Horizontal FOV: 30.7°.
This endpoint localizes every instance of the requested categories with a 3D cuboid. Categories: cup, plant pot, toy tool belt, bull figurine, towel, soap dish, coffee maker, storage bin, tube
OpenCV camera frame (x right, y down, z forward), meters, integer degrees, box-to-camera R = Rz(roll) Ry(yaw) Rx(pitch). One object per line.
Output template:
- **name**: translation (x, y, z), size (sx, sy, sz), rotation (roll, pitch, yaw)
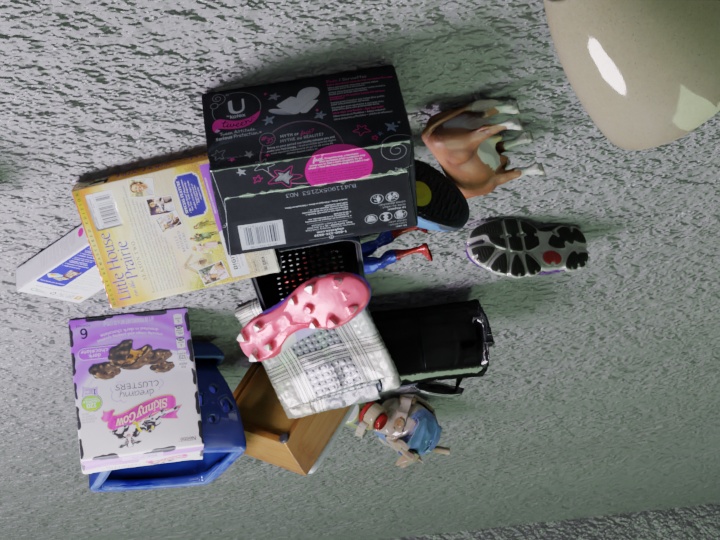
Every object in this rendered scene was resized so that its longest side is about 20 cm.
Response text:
- **cup**: translation (0.241, -0.228, 1.134), size (0.143, 0.202, 0.200), rotation (37, 135, -26)
- **plant pot**: translation (-0.297, 0.212, 1.942), size (0.198, 0.182, 0.200), rotation (0, 156, -26)
- **toy tool belt**: translation (0.087, 0.291, 2.365), size (0.126, 0.122, 0.200), rotation (-60, 153, 2)
- **bull figurine**: translation (0.134, -0.128, 1.462), size (0.120, 0.066, 0.200), rotation (-19, 159, 13)
- **towel**: translation (-0.059, 0.111, 1.837), size (0.191, 0.035, 0.201), rotation (-18, 113, 19)
- **soap dish**: translation (-0.117, 0.214, 1.991), size (0.199, 0.158, 0.081), rotation (11, 149, 44)
- **coffee maker**: translation (0.080, 0.101, 1.915), size (0.198, 0.136, 0.193), rotation (-7, 154, -5)
- **storage bin**: translation (-0.068, -0.031, 1.569), size (0.134, 0.095, 0.200), rotation (-10, 159, -1)
- **tube**: translation (0.005, 0.269, 2.403), size (0.058, 0.052, 0.200), rotation (24, 175, 25)

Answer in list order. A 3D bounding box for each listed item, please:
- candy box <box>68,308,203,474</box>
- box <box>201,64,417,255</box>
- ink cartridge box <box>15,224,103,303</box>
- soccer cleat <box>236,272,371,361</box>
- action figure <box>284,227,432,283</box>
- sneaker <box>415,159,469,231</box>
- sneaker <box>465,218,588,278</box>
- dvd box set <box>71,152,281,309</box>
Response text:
- **candy box**: translation (-0.307, 0.164, 1.792), size (0.166, 0.202, 0.072), rotation (-6, 158, -12)
- **box**: translation (-0.050, -0.110, 1.317), size (0.198, 0.115, 0.133), rotation (-9, 140, -2)
- **ink cartridge box**: translation (-0.320, -0.016, 1.570), size (0.199, 0.037, 0.094), rotation (-25, 153, 38)
- **soccer cleat**: translation (-0.064, 0.050, 1.580), size (0.199, 0.067, 0.076), rotation (-30, -177, 29)
- **action figure**: translation (0.000, 0.000, 1.708), size (0.198, 0.066, 0.099), rotation (-15, 149, 10)
- **sneaker**: translation (0.022, -0.087, 1.450), size (0.198, 0.066, 0.079), rotation (19, 153, -7)
- **sneaker**: translation (0.216, -0.016, 1.757), size (0.198, 0.081, 0.083), rotation (5, 159, -35)
- **dvd box set**: translation (-0.199, -0.047, 1.432), size (0.198, 0.148, 0.029), rotation (-13, -158, 6)
